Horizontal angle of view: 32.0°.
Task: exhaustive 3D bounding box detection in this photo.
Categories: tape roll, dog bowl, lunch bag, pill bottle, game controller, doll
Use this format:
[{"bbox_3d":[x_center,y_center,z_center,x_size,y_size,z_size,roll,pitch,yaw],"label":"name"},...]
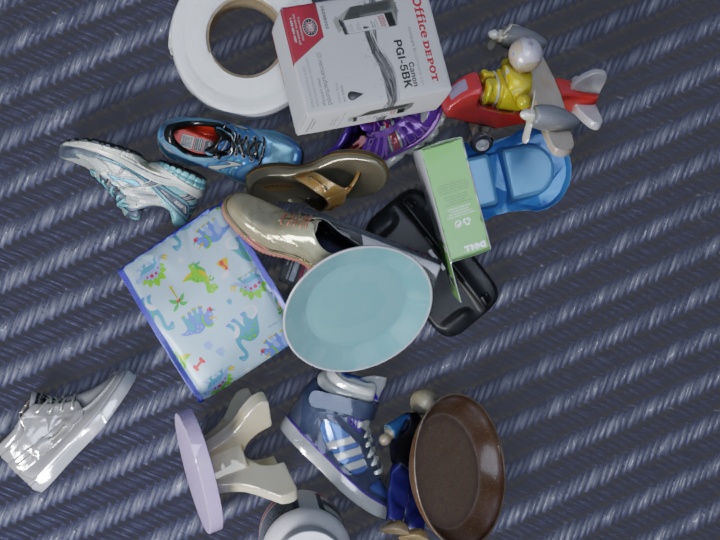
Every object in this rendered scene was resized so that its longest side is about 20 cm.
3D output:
[{"bbox_3d":[-0.153,-0.304,1.661,0.199,0.071,0.206,0,91,-6],"label":"tape roll"},{"bbox_3d":[0.186,-0.126,1.708,0.197,0.050,0.113,-13,92,-5],"label":"dog bowl"},{"bbox_3d":[-0.195,0.037,1.633,0.169,0.127,0.202,-33,104,-5],"label":"lunch bag"},{"bbox_3d":[-0.071,0.358,1.612,0.117,0.200,0.122,0,91,-5],"label":"pill bottle"},{"bbox_3d":[0.097,-0.009,1.711,0.104,0.042,0.201,-38,94,10],"label":"game controller"},{"bbox_3d":[0.073,0.256,1.678,0.136,0.048,0.203,30,59,-41],"label":"doll"}]

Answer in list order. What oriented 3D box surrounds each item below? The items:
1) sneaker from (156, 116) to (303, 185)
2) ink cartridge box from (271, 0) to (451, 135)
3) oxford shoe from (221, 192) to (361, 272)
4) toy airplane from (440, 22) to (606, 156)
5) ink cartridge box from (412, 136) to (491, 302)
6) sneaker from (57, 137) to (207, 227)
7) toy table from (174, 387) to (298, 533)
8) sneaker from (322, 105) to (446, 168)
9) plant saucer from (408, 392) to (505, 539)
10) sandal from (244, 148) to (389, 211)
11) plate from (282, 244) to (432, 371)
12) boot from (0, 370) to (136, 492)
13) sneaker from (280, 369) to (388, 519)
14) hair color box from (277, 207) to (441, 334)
[{"bbox_3d":[-0.172,-0.157,1.651,0.196,0.090,0.080,7,90,-7],"label":"sneaker"},{"bbox_3d":[0.001,-0.269,1.598,0.197,0.083,0.149,-13,82,-15],"label":"ink cartridge box"},{"bbox_3d":[-0.081,-0.053,1.592,0.198,0.074,0.071,27,49,-6],"label":"oxford shoe"},{"bbox_3d":[0.227,-0.242,1.636,0.198,0.142,0.199,26,55,27],"label":"toy airplane"},{"bbox_3d":[0.124,-0.068,1.626,0.058,0.104,0.203,-16,96,-2],"label":"ink cartridge box"},{"bbox_3d":[-0.306,-0.115,1.646,0.197,0.078,0.088,19,92,-6],"label":"sneaker"},{"bbox_3d":[-0.166,0.243,1.625,0.115,0.201,0.185,-19,59,-15],"label":"toy table"},{"bbox_3d":[0.034,-0.187,1.662,0.200,0.084,0.081,-43,57,-4],"label":"sneaker"},{"bbox_3d":[0.122,0.266,1.667,0.199,0.036,0.204,16,69,-47],"label":"plant saucer"},{"bbox_3d":[-0.057,-0.107,1.631,0.196,0.081,0.055,-5,50,13],"label":"sandal"},{"bbox_3d":[-0.005,0.045,1.595,0.197,0.026,0.203,-10,129,-12],"label":"plate"},{"bbox_3d":[-0.389,0.187,1.640,0.095,0.074,0.200,42,88,-12],"label":"boot"},{"bbox_3d":[0.005,0.216,1.677,0.200,0.081,0.147,42,91,1],"label":"sneaker"},{"bbox_3d":[0.000,0.000,1.668,0.197,0.061,0.100,21,97,1],"label":"hair color box"}]
